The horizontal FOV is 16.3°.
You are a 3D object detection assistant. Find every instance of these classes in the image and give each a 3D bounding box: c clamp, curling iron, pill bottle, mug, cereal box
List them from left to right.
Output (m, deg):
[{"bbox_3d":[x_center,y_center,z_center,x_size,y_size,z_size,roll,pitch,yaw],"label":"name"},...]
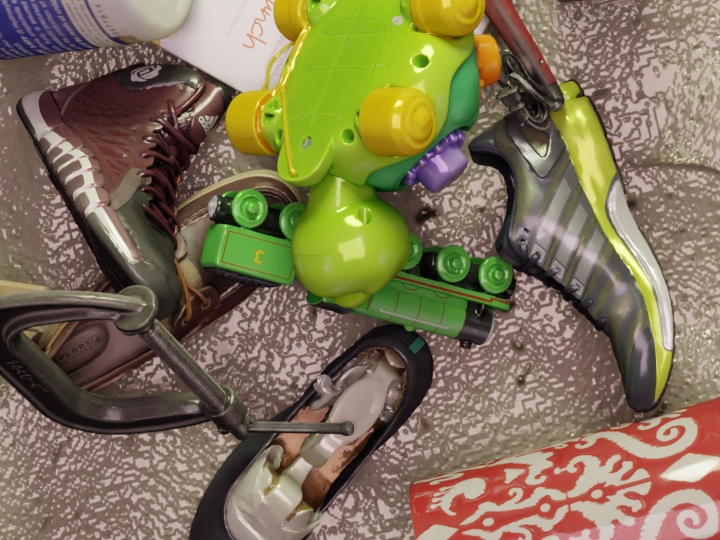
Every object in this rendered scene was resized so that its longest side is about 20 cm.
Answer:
[{"bbox_3d":[-0.206,-0.181,1.444,0.199,0.120,0.120,-5,92,20],"label":"pill bottle"},{"bbox_3d":[-0.121,0.053,1.408,0.170,0.200,0.027,-8,61,24],"label":"c clamp"},{"bbox_3d":[-0.027,-0.162,1.496,0.200,0.040,0.144,28,92,0],"label":"cereal box"},{"bbox_3d":[0.065,-0.172,1.456,0.026,0.050,0.200,-30,81,25],"label":"curling iron"},{"bbox_3d":[0.135,0.157,1.444,0.199,0.178,0.134,-12,98,6],"label":"mug"}]

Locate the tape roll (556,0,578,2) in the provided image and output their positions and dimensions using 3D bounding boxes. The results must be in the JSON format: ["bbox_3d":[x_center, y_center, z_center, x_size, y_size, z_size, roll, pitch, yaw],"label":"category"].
[{"bbox_3d":[0.132,-0.253,1.410,0.066,0.200,0.201,-6,92,3],"label":"tape roll"}]

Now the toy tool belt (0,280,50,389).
[{"bbox_3d":[-0.274,0.069,1.469,0.123,0.125,0.200,32,93,8],"label":"toy tool belt"}]

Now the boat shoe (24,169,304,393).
[{"bbox_3d":[-0.116,0.016,1.482,0.200,0.072,0.072,-32,105,3],"label":"boat shoe"}]

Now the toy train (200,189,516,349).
[{"bbox_3d":[0.000,0.000,1.470,0.200,0.042,0.057,15,83,-22],"label":"toy train"}]

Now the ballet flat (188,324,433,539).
[{"bbox_3d":[-0.033,0.112,1.492,0.073,0.073,0.200,42,92,-1],"label":"ballet flat"}]

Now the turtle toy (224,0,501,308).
[{"bbox_3d":[0.007,-0.079,1.408,0.101,0.146,0.200,37,67,-40],"label":"turtle toy"}]

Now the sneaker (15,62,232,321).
[{"bbox_3d":[-0.116,-0.062,1.445,0.115,0.076,0.200,-27,47,-8],"label":"sneaker"}]

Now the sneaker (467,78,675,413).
[{"bbox_3d":[0.125,-0.007,1.474,0.081,0.074,0.200,-20,77,-6],"label":"sneaker"}]
